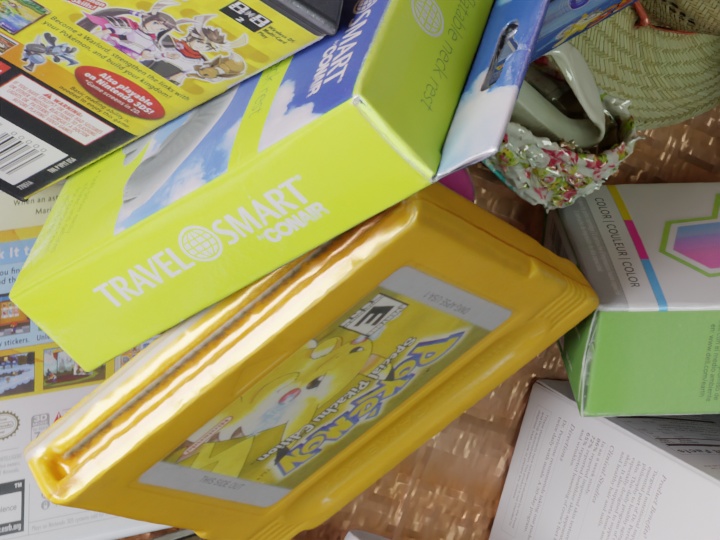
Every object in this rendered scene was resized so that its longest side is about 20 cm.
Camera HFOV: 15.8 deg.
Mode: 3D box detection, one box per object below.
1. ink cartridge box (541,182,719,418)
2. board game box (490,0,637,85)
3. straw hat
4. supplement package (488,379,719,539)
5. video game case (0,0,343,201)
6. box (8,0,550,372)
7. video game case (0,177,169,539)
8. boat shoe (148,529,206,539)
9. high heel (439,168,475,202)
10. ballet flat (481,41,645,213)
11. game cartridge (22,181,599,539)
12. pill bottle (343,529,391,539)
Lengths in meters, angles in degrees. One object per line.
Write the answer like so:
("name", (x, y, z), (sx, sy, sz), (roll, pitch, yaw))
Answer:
("ink cartridge box", (0.185, 0.010, 1.141), (0.199, 0.104, 0.059), (-1, 123, -8))
("board game box", (0.050, -0.151, 1.022), (0.200, 0.034, 0.136), (-30, 82, -27))
("straw hat", (0.157, -0.143, 1.128), (0.201, 0.085, 0.202), (-14, 115, -32))
("supplement package", (0.173, 0.157, 1.179), (0.150, 0.200, 0.152), (7, 103, -37))
("video game case", (-0.137, -0.103, 0.865), (0.200, 0.181, 0.026), (30, 54, -32))
("box", (-0.027, -0.051, 0.909), (0.048, 0.200, 0.122), (45, 40, -23))
("video game case", (-0.107, 0.023, 1.038), (0.200, 0.023, 0.183), (-9, 112, -33))
("boat shoe", (-0.124, 0.152, 1.043), (0.201, 0.072, 0.060), (-14, 115, -37))
("high heel", (0.000, 0.000, 1.065), (0.096, 0.067, 0.200), (-53, 152, -20))
("ballet flat", (0.048, -0.091, 1.074), (0.200, 0.064, 0.076), (32, 46, -45))
("game cartridge", (-0.010, 0.041, 0.994), (0.176, 0.032, 0.200), (-39, 155, 13))
("pill bottle", (-0.010, 0.219, 1.125), (0.113, 0.113, 0.200), (24, 91, -39))
